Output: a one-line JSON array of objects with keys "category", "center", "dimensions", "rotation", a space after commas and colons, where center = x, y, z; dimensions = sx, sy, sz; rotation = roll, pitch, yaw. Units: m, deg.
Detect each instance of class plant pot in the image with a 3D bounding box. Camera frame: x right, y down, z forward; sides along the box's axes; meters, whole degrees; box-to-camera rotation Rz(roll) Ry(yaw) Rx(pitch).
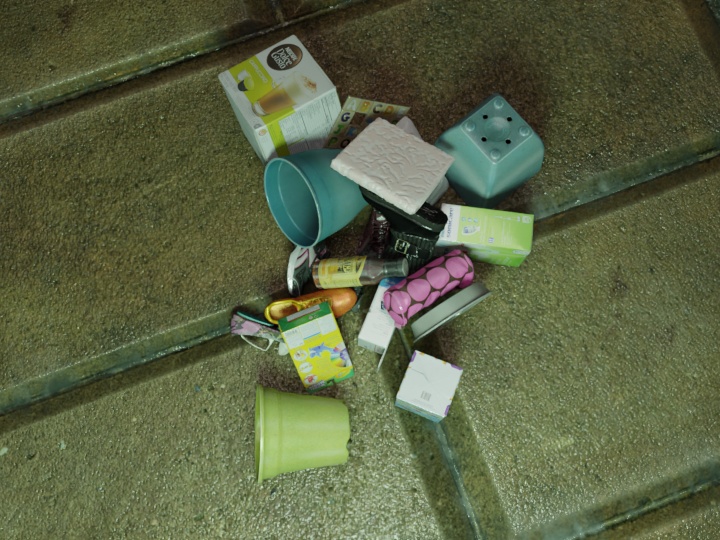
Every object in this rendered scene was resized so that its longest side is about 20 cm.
[{"category": "plant pot", "center": [-0.074, -0.176, 1.710], "dimensions": [0.188, 0.200, 0.200], "rotation": [-27, 77, -31]}, {"category": "plant pot", "center": [0.286, -0.275, 1.759], "dimensions": [0.196, 0.200, 0.196], "rotation": [-39, 79, -8]}, {"category": "plant pot", "center": [-0.120, 0.332, 1.638], "dimensions": [0.184, 0.200, 0.201], "rotation": [2, 76, -10]}]

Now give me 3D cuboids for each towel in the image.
[{"category": "towel", "center": [0.069, -0.219, 1.645], "dimensions": [0.200, 0.032, 0.191], "rotation": [31, 52, 12]}]

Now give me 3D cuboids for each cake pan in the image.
[{"category": "cake pan", "center": [0.187, 0.084, 1.674], "dimensions": [0.200, 0.200, 0.037], "rotation": [-32, 82, -7]}]

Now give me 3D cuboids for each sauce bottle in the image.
[{"category": "sauce bottle", "center": [0.000, 0.000, 1.664], "dimensions": [0.200, 0.066, 0.066], "rotation": [-6, 76, 18]}]

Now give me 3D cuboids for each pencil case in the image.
[{"category": "pencil case", "center": [0.141, 0.038, 1.639], "dimensions": [0.200, 0.091, 0.094], "rotation": [-29, 121, -20]}]

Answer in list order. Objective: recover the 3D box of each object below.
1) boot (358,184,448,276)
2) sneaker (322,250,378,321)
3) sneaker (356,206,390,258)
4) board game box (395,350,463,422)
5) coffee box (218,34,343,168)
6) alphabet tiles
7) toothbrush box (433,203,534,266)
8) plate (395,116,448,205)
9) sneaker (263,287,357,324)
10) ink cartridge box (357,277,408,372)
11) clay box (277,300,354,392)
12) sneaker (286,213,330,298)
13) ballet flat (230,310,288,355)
[{"category": "boot", "center": [0.069, -0.088, 1.669], "dimensions": [0.211, 0.158, 0.079], "rotation": [34, 41, 13]}, {"category": "sneaker", "center": [-0.021, 0.044, 1.745], "dimensions": [0.200, 0.066, 0.091], "rotation": [-44, 90, 11]}, {"category": "sneaker", "center": [0.035, -0.089, 1.760], "dimensions": [0.076, 0.116, 0.200], "rotation": [10, 77, 3]}, {"category": "board game box", "center": [0.137, 0.241, 1.638], "dimensions": [0.105, 0.200, 0.103], "rotation": [22, 78, 6]}, {"category": "coffee box", "center": [-0.162, -0.351, 1.756], "dimensions": [0.198, 0.200, 0.200], "rotation": [-30, 60, -7]}, {"category": "alphabet tiles", "center": [0.020, -0.304, 1.774], "dimensions": [0.200, 0.167, 0.008], "rotation": [1, 44, -36]}, {"category": "toothbrush box", "center": [0.264, -0.075, 1.740], "dimensions": [0.200, 0.146, 0.086], "rotation": [9, 77, 2]}, {"category": "plate", "center": [0.108, -0.210, 1.745], "dimensions": [0.200, 0.032, 0.200], "rotation": [-48, 115, -35]}, {"category": "sneaker", "center": [-0.104, 0.082, 1.688], "dimensions": [0.200, 0.077, 0.073], "rotation": [-14, 94, -2]}, {"category": "ink cartridge box", "center": [0.045, 0.110, 1.713], "dimensions": [0.067, 0.116, 0.200], "rotation": [22, 77, 5]}, {"category": "clay box", "center": [-0.091, 0.166, 1.689], "dimensions": [0.115, 0.200, 0.048], "rotation": [-21, 41, -5]}, {"category": "sneaker", "center": [-0.111, -0.029, 1.767], "dimensions": [0.086, 0.080, 0.200], "rotation": [10, 78, 1]}, {"category": "ballet flat", "center": [-0.189, 0.143, 1.739], "dimensions": [0.200, 0.069, 0.071], "rotation": [13, 95, 6]}]
